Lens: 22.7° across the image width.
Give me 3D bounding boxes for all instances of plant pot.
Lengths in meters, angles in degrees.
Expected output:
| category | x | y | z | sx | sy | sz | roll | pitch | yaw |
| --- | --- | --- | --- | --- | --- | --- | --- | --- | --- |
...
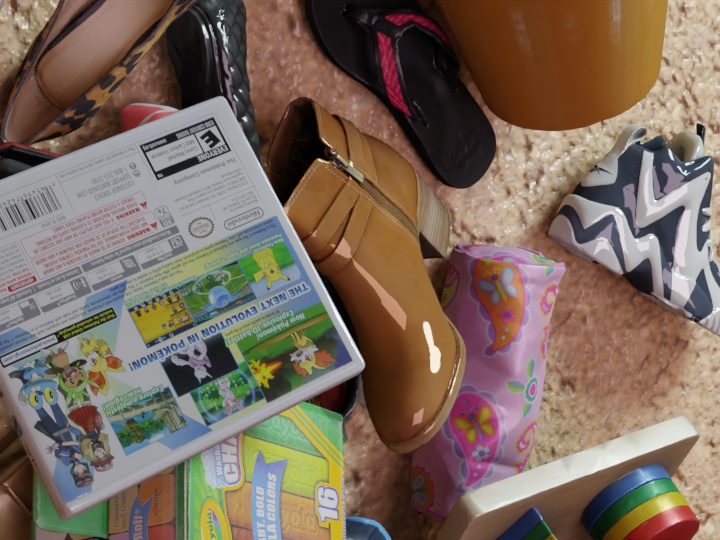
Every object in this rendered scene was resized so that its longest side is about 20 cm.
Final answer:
| category | x | y | z | sx | sy | sz | roll | pitch | yaw |
| --- | --- | --- | --- | --- | --- | --- | --- | --- | --- |
| plant pot | 0.124 | -0.202 | 1.176 | 0.200 | 0.200 | 0.184 | -35 | 132 | -23 |

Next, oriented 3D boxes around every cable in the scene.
| category | x | y | z | sx | sy | sz | roll | pitch | yaw |
| --- | --- | --- | --- | --- | --- | --- | --- | --- | --- |
| cable | -0.025 | 0.022 | 1.206 | 0.097 | 0.050 | 0.201 | -29 | 103 | -27 |

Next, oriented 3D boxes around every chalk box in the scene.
| category | x | y | z | sx | sy | sz | roll | pitch | yaw |
| --- | --- | --- | --- | --- | --- | --- | --- | --- | --- |
| chalk box | -0.112 | 0.133 | 1.060 | 0.199 | 0.123 | 0.126 | 23 | 60 | -52 |

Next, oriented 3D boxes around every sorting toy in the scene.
| category | x | y | z | sx | sy | sz | roll | pitch | yaw |
| --- | --- | --- | --- | --- | --- | --- | --- | --- | --- |
| sorting toy | 0.137 | 0.209 | 1.253 | 0.199 | 0.070 | 0.199 | -15 | 147 | -29 |

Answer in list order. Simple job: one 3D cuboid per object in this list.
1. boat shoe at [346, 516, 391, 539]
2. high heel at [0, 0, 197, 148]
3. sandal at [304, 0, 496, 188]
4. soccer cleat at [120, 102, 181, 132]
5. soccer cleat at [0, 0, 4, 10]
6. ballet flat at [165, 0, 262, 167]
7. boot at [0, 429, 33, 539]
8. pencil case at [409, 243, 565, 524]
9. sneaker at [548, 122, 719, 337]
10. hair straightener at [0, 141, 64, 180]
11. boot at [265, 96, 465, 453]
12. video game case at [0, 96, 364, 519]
| category | x | y | z | sx | sy | sz | roll | pitch | yaw |
| --- | --- | --- | --- | --- | --- | --- | --- | --- | --- |
| boat shoe | -0.009 | 0.273 | 1.233 | 0.069 | 0.084 | 0.202 | -21 | 99 | -61 |
| high heel | -0.147 | -0.139 | 1.003 | 0.071 | 0.200 | 0.143 | 39 | 73 | -2 |
| sandal | 0.038 | -0.135 | 1.205 | 0.075 | 0.045 | 0.200 | -50 | 121 | -15 |
| soccer cleat | -0.133 | -0.006 | 1.117 | 0.068 | 0.073 | 0.201 | -14 | 126 | -51 |
| soccer cleat | -0.280 | -0.189 | 0.967 | 0.199 | 0.085 | 0.069 | 34 | 81 | -33 |
| ballet flat | -0.079 | -0.077 | 1.131 | 0.057 | 0.066 | 0.202 | -24 | 115 | -45 |
| boot | -0.194 | 0.214 | 1.115 | 0.175 | 0.066 | 0.201 | -49 | 122 | -30 |
| pencil case | 0.088 | 0.083 | 1.258 | 0.087 | 0.087 | 0.202 | 4 | 97 | -33 |
| sneaker | 0.244 | -0.038 | 1.334 | 0.198 | 0.079 | 0.130 | 29 | 92 | -23 |
| hair straightener | -0.221 | -0.054 | 1.014 | 0.199 | 0.077 | 0.041 | 20 | 116 | -18 |
| boot | 0.000 | 0.000 | 1.125 | 0.155 | 0.076 | 0.202 | 38 | 51 | -45 |
| video game case | -0.119 | 0.015 | 0.999 | 0.199 | 0.022 | 0.183 | -24 | 82 | -29 |
